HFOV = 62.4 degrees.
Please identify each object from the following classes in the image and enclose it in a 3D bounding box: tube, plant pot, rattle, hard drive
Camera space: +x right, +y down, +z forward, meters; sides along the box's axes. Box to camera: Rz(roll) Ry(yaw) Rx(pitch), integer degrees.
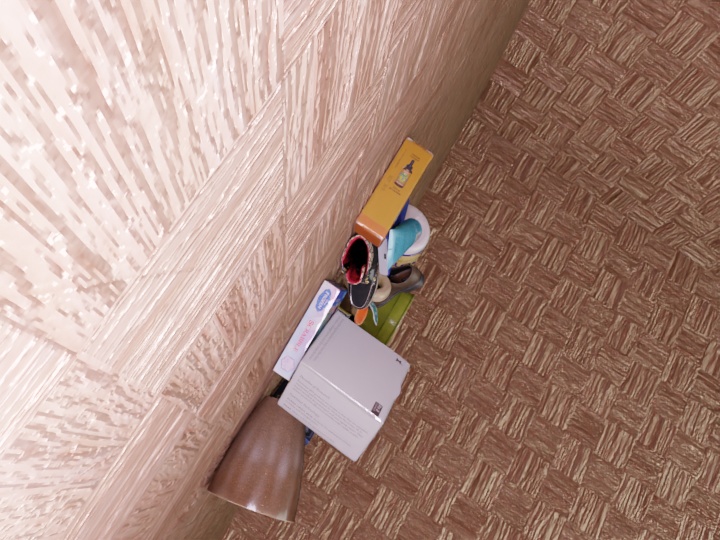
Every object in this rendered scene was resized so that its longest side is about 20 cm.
[{"bbox_3d":[0.083,-0.063,1.210,0.200,0.049,0.080,-42,133,-68],"label":"tube"},{"bbox_3d":[-0.183,0.367,1.188,0.188,0.181,0.206,111,-1,-71],"label":"plant pot"},{"bbox_3d":[0.030,0.015,1.394,0.144,0.129,0.201,-50,-170,27],"label":"rattle"},{"bbox_3d":[0.074,-0.112,1.291,0.134,0.024,0.205,83,20,-56],"label":"hard drive"},{"bbox_3d":[0.030,0.106,1.726,0.204,0.190,0.200,-58,177,-5],"label":"plant pot"}]

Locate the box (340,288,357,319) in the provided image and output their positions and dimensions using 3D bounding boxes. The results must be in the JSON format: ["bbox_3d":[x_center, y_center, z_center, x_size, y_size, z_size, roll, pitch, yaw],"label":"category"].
[{"bbox_3d":[-0.046,0.153,1.578,0.163,0.021,0.207,-160,-98,-76],"label":"box"}]

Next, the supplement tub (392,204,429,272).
[{"bbox_3d":[0.092,-0.067,1.585,0.147,0.143,0.201,-56,175,-31],"label":"supplement tub"}]

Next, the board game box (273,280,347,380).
[{"bbox_3d":[-0.098,0.118,1.242,0.203,0.040,0.200,-60,176,1],"label":"board game box"}]

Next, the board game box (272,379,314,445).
[{"bbox_3d":[-0.148,0.329,1.476,0.035,0.136,0.200,-42,-176,24],"label":"board game box"}]

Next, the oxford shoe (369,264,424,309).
[{"bbox_3d":[0.062,0.035,1.540,0.196,0.074,0.084,-29,145,14],"label":"oxford shoe"}]

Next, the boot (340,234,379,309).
[{"bbox_3d":[0.000,0.000,1.257,0.151,0.071,0.206,-44,150,-71],"label":"boot"}]

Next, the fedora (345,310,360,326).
[{"bbox_3d":[-0.082,0.190,1.471,0.090,0.202,0.204,12,117,-39],"label":"fedora"}]

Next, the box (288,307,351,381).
[{"bbox_3d":[-0.102,0.170,1.367,0.203,0.074,0.050,-59,174,3],"label":"box"}]

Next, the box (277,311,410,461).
[{"bbox_3d":[-0.029,0.228,1.201,0.132,0.197,0.199,-57,176,32],"label":"box"}]

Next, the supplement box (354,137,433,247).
[{"bbox_3d":[0.064,-0.151,1.152,0.203,0.065,0.069,-58,176,-10],"label":"supplement box"}]
